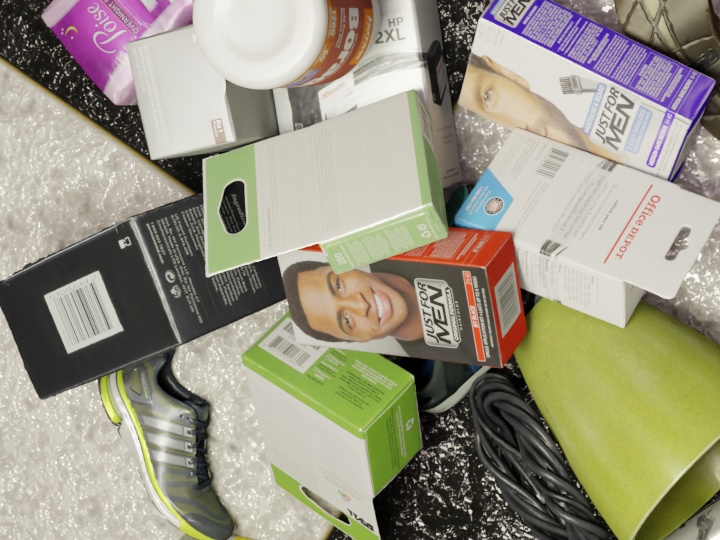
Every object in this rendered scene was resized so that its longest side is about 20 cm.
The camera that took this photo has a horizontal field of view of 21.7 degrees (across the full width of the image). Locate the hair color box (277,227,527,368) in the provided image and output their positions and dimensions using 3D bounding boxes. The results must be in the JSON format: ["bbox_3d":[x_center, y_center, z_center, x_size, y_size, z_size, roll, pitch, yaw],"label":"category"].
[{"bbox_3d":[0.034,0.016,1.588,0.198,0.061,0.102,5,123,29],"label":"hair color box"}]

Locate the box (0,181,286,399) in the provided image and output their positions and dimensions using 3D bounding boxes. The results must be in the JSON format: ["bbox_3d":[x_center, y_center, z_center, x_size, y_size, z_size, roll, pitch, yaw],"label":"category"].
[{"bbox_3d":[-0.180,0.011,1.670,0.196,0.199,0.118,-21,92,39],"label":"box"}]

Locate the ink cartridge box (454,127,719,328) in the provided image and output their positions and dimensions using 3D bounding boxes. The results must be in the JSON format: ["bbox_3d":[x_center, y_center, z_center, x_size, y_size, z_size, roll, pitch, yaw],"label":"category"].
[{"bbox_3d":[0.193,-0.030,1.581,0.199,0.116,0.068,22,148,23],"label":"ink cartridge box"}]

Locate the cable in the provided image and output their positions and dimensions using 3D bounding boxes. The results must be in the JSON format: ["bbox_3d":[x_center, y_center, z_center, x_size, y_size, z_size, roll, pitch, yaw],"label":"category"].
[{"bbox_3d":[0.151,0.181,1.645,0.050,0.163,0.201,-29,82,-6],"label":"cable"}]

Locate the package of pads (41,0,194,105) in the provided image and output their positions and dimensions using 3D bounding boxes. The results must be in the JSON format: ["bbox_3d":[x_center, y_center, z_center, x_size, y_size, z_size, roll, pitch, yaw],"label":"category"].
[{"bbox_3d":[-0.189,-0.261,1.723,0.200,0.076,0.121,-45,81,18],"label":"package of pads"}]

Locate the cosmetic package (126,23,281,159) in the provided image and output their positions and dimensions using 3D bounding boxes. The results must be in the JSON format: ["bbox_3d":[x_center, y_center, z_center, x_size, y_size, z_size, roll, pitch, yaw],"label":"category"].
[{"bbox_3d":[-0.125,-0.158,1.651,0.089,0.200,0.108,-12,91,18],"label":"cosmetic package"}]

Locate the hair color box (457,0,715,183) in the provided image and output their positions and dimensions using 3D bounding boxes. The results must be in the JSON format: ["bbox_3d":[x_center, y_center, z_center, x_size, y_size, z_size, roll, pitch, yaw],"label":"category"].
[{"bbox_3d":[0.190,-0.151,1.602,0.199,0.065,0.110,29,143,13],"label":"hair color box"}]

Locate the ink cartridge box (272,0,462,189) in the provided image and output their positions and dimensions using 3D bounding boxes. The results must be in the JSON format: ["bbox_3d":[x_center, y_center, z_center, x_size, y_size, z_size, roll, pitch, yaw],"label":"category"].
[{"bbox_3d":[0.000,-0.164,1.673,0.144,0.084,0.202,-7,96,18],"label":"ink cartridge box"}]

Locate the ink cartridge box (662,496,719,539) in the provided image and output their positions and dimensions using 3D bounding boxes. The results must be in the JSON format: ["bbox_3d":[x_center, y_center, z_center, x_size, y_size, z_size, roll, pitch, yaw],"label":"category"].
[{"bbox_3d":[0.312,0.250,1.607,0.199,0.146,0.085,-35,88,19],"label":"ink cartridge box"}]

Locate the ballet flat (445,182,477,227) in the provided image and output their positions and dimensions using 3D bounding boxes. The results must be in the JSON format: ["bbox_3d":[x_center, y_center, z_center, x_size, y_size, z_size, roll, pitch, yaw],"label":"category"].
[{"bbox_3d":[0.065,0.011,1.695,0.063,0.068,0.200,31,112,-21],"label":"ballet flat"}]

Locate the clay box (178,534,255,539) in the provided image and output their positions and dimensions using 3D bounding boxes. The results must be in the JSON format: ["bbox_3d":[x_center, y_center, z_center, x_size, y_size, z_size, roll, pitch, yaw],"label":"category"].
[{"bbox_3d":[-0.087,0.295,1.757,0.198,0.115,0.048,11,103,16],"label":"clay box"}]

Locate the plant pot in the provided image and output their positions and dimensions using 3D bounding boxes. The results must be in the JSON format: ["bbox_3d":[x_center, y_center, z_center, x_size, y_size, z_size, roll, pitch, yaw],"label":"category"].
[{"bbox_3d":[0.227,0.104,1.606,0.200,0.187,0.188,46,109,21],"label":"plant pot"}]

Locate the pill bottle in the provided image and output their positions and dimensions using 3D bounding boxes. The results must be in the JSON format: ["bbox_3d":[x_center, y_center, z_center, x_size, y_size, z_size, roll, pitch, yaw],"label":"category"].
[{"bbox_3d":[-0.051,-0.206,1.533,0.111,0.200,0.114,2,98,18],"label":"pill bottle"}]

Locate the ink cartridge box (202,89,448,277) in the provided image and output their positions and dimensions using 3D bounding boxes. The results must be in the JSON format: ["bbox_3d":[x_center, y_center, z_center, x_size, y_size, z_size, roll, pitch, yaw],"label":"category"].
[{"bbox_3d":[-0.032,-0.062,1.575,0.198,0.146,0.048,-19,135,13],"label":"ink cartridge box"}]

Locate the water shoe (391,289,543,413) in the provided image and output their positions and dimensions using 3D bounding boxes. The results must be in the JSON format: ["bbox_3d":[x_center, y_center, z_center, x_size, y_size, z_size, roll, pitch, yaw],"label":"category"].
[{"bbox_3d":[0.092,0.051,1.661,0.201,0.078,0.072,-57,49,25],"label":"water shoe"}]

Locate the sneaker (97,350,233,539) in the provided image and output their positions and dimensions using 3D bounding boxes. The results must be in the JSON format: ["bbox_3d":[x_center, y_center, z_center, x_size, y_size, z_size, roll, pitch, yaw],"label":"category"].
[{"bbox_3d":[-0.172,0.166,1.788,0.081,0.074,0.201,-31,90,16],"label":"sneaker"}]

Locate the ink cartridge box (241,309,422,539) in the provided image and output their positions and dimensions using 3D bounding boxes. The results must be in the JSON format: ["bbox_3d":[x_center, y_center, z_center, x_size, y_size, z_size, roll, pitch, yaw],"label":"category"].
[{"bbox_3d":[-0.020,0.149,1.707,0.147,0.076,0.201,30,149,30],"label":"ink cartridge box"}]

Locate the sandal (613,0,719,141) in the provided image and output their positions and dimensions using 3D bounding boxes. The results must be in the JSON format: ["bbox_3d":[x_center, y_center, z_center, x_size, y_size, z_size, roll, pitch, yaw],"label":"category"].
[{"bbox_3d":[0.285,-0.197,1.600,0.081,0.055,0.200,-36,101,25],"label":"sandal"}]
